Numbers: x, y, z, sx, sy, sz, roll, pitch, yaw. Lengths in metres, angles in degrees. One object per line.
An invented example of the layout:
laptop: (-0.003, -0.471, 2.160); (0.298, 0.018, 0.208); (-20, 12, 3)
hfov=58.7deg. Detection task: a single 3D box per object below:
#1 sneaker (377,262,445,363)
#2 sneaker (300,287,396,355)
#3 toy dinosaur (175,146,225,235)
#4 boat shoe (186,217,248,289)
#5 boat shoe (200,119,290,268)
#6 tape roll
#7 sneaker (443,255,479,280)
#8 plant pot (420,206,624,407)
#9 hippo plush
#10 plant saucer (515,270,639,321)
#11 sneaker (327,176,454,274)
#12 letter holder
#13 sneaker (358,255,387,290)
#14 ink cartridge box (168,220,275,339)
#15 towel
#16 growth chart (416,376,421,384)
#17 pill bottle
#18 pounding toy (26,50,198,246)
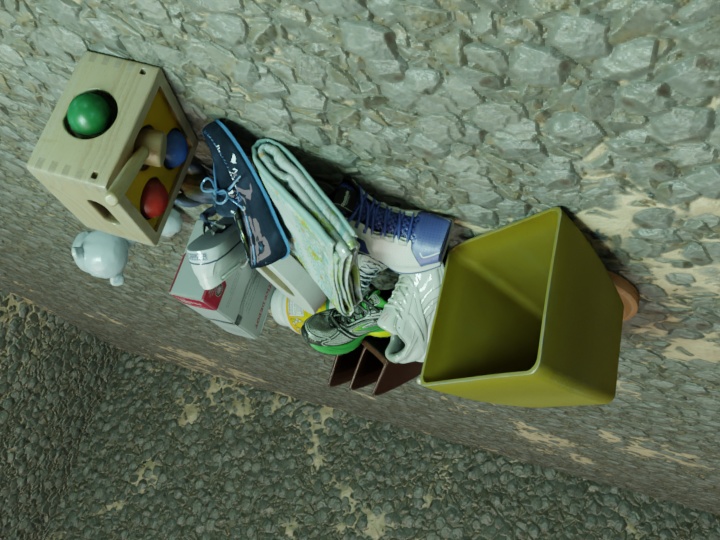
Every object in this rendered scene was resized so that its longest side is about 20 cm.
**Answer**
sneaker: (0.071, 0.052, 0.935); (0.097, 0.205, 0.078); (-12, -159, -26)
sneaker: (-0.002, 0.066, 0.993); (0.196, 0.079, 0.086); (-17, 146, -23)
toy dinosaur: (-0.214, -0.129, 0.924); (0.177, 0.107, 0.200); (13, -163, -15)
boat shoe: (-0.179, -0.037, 0.918); (0.072, 0.200, 0.067); (3, 116, 26)
boat shoe: (-0.154, -0.087, 0.816); (0.203, 0.068, 0.084); (65, 168, -23)
tape roll: (-0.141, -0.006, 1.081); (0.202, 0.037, 0.203); (40, 169, 10)
sneaker: (0.148, 0.044, 0.985); (0.075, 0.077, 0.202); (-1, 142, -15)
plant pot: (0.218, 0.074, 0.806); (0.174, 0.204, 0.198); (29, 153, -26)
hippo plush: (-0.395, -0.054, 1.077); (0.197, 0.164, 0.158); (4, 158, 46)
plant saucer: (0.298, 0.040, 0.930); (0.195, 0.033, 0.201); (17, 161, 6)
sneaker: (0.015, -0.060, 0.838); (0.195, 0.082, 0.115); (10, 162, 26)
letter holder: (0.051, 0.155, 1.120); (0.100, 0.145, 0.198); (37, -149, 29)
sneaker: (0.000, 0.000, 1.007); (0.076, 0.087, 0.199); (26, 159, -25)
ink cartridge box: (-0.245, 0.021, 1.189); (0.081, 0.149, 0.200); (8, 159, 24)
towel: (-0.067, -0.051, 0.824); (0.201, 0.048, 0.172); (51, 163, 25)
growth chart: (0.199, 0.165, 1.185); (0.142, 0.199, 0.018); (8, 118, 34)
pill bottle: (-0.079, 0.068, 1.217); (0.197, 0.115, 0.112); (-1, 154, 42)
pounding toy: (-0.273, -0.131, 0.744); (0.139, 0.188, 0.201); (14, 161, 8)
